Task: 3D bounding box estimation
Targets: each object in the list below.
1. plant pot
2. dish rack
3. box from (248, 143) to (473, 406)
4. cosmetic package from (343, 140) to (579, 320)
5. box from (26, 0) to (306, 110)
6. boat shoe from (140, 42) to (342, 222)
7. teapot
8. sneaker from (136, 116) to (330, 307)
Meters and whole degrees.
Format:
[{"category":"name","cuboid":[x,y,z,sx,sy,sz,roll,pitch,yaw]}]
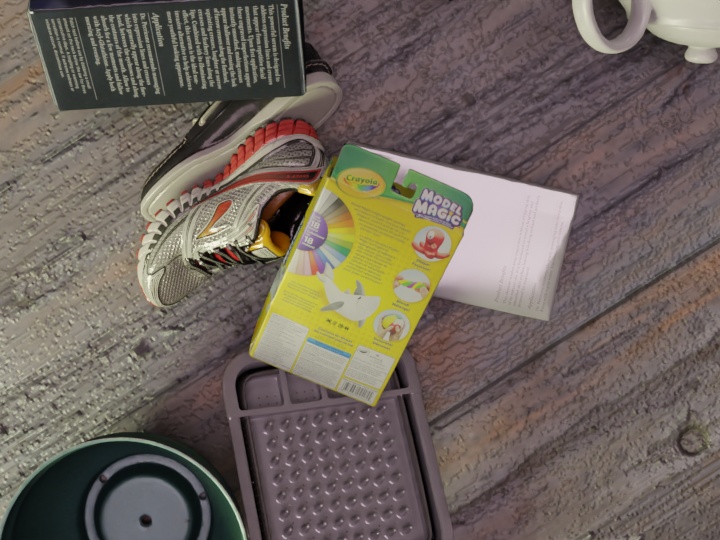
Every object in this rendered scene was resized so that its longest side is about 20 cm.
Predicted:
[{"category":"plant pot","cuboid":[-0.185,0.223,1.015,0.199,0.134,0.202,0,95,-1]},{"category":"dish rack","cuboid":[-0.023,0.160,1.014,0.170,0.044,0.201,-5,69,-20]},{"category":"box","cuboid":[0.000,0.000,0.962,0.117,0.048,0.201,23,119,-7]},{"category":"cosmetic package","cuboid":[0.070,-0.034,1.026,0.198,0.081,0.114,14,95,-1]},{"category":"box","cuboid":[-0.145,-0.218,0.957,0.198,0.107,0.149,-4,53,-2]},{"category":"boat shoe","cuboid":[-0.108,-0.114,1.022,0.200,0.074,0.061,-38,59,15]},{"category":"teapot","cuboid":[0.271,-0.238,0.966,0.198,0.197,0.147,6,107,10]},{"category":"sneaker","cuboid":[-0.104,-0.034,0.999,0.200,0.078,0.082,-41,60,18]}]
